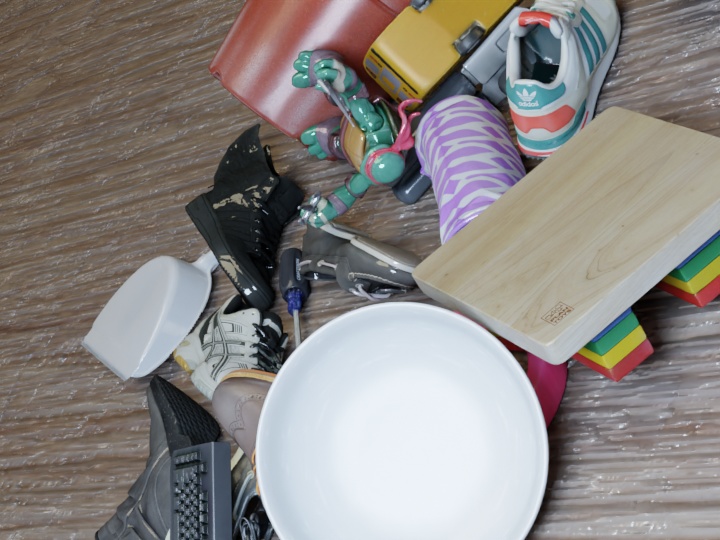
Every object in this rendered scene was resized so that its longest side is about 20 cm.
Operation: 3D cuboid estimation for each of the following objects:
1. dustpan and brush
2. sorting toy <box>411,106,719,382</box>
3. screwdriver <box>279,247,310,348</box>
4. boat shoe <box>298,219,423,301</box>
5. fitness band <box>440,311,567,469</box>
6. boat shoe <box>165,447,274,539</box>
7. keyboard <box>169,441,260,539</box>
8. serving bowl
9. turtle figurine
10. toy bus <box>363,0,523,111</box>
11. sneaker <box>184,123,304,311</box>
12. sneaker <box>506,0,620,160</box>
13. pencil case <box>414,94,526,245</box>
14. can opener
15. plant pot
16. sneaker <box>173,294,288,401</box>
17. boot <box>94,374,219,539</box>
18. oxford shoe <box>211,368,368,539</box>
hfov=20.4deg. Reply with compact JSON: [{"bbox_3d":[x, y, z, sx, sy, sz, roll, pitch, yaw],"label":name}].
[{"bbox_3d":[-0.169,0.014,1.885,0.201,0.057,0.139,-58,30,-2],"label":"dustpan and brush"},{"bbox_3d":[0.167,-0.011,1.375,0.200,0.070,0.199,-39,27,-11],"label":"sorting toy"},{"bbox_3d":[-0.056,0.043,1.696,0.028,0.029,0.200,-37,26,21],"label":"screwdriver"},{"bbox_3d":[0.000,0.000,1.648,0.200,0.066,0.057,29,102,66],"label":"boat shoe"},{"bbox_3d":[0.066,0.093,1.458,0.199,0.037,0.144,0,54,53],"label":"fitness band"},{"bbox_3d":[-0.065,0.161,1.541,0.067,0.072,0.200,28,75,41],"label":"boat shoe"},{"bbox_3d":[-0.108,0.226,1.458,0.127,0.020,0.202,-16,72,50],"label":"keyboard"},{"bbox_3d":[0.032,0.125,1.353,0.200,0.200,0.066,-47,-13,3],"label":"serving bowl"},{"bbox_3d":[-0.009,-0.107,1.647,0.200,0.100,0.151,-119,36,-64],"label":"turtle figurine"},{"bbox_3d":[0.094,-0.230,1.701,0.200,0.065,0.078,-46,-3,-14],"label":"toy bus"},{"bbox_3d":[-0.094,-0.048,1.827,0.104,0.060,0.200,-34,41,-3],"label":"sneaker"},{"bbox_3d":[0.159,-0.189,1.591,0.070,0.094,0.201,2,54,22],"label":"sneaker"},{"bbox_3d":[0.087,-0.060,1.549,0.086,0.084,0.200,-46,24,19],"label":"pencil case"},{"bbox_3d":[0.092,-0.139,1.688,0.200,0.053,0.067,-46,29,7],"label":"can opener"},{"bbox_3d":[-0.026,-0.220,1.828,0.196,0.200,0.201,-53,27,8],"label":"plant pot"},{"bbox_3d":[-0.095,0.073,1.670,0.088,0.076,0.200,-50,29,-1],"label":"sneaker"},{"bbox_3d":[-0.177,0.177,1.672,0.132,0.070,0.200,-50,23,9],"label":"boot"},{"bbox_3d":[-0.052,0.134,1.451,0.200,0.073,0.072,34,121,38],"label":"oxford shoe"}]
